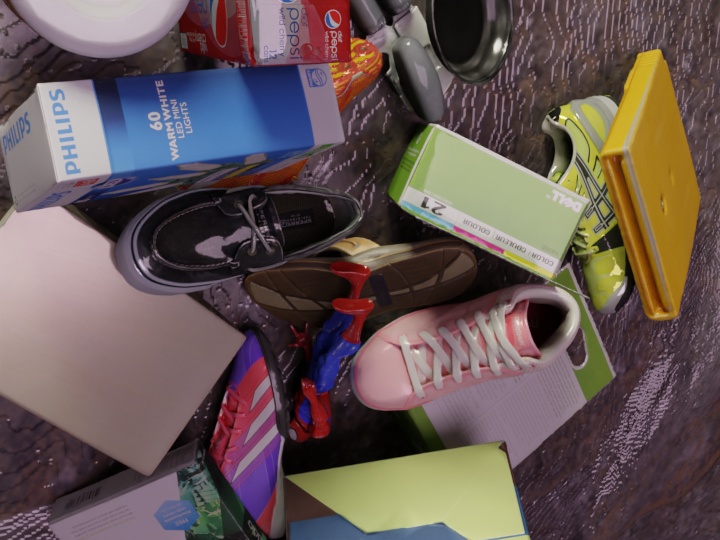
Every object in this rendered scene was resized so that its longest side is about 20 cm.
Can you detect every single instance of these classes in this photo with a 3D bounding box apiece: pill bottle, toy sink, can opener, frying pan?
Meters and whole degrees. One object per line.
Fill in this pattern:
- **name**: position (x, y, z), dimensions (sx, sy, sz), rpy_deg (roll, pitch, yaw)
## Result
- **pill bottle**: position (-0.177, -0.199, 0.593), dimensions (0.110, 0.200, 0.114), rpy_deg (-7, 109, -22)
- **toy sink**: position (-0.210, 0.036, 0.703), dimensions (0.199, 0.112, 0.131), rpy_deg (38, 85, -33)
- **can opener**: position (0.020, -0.216, 0.761), dimensions (0.052, 0.066, 0.201), rpy_deg (-37, 113, -8)
- **frying pan**: position (0.095, -0.250, 0.780), dimensions (0.114, 0.031, 0.194), rpy_deg (9, 88, -48)

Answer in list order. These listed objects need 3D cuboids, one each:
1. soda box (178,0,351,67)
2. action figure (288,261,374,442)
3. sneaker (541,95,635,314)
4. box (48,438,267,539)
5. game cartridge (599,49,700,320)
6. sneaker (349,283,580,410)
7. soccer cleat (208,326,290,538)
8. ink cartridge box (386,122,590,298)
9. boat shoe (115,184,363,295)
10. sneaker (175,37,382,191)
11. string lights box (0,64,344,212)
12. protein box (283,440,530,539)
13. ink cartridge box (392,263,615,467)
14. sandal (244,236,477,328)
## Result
- **soda box**: position (-0.072, -0.179, 0.647), dimensions (0.069, 0.200, 0.065), rpy_deg (-8, 108, -21)
- **action figure**: position (-0.034, 0.082, 0.804), dimensions (0.051, 0.066, 0.202), rpy_deg (3, 133, -15)
- **sneaker**: position (0.211, -0.059, 0.884), dimensions (0.075, 0.075, 0.204), rpy_deg (-5, 86, -13)
- **box**: position (-0.153, 0.251, 0.814), dimensions (0.142, 0.037, 0.202), rpy_deg (-23, 118, 10)
- **game cartridge**: position (0.273, -0.085, 0.872), dimensions (0.178, 0.032, 0.201), rpy_deg (65, 34, -27)
- **sneaker**: position (0.088, 0.059, 0.768), dimensions (0.197, 0.105, 0.077), rpy_deg (-17, 85, -9)
- **soccer cleat**: position (-0.102, 0.148, 0.819), dimensions (0.072, 0.068, 0.204), rpy_deg (-7, 112, -18)
- **ink cartridge box**: position (0.109, -0.053, 0.752), dimensions (0.146, 0.200, 0.077), rpy_deg (25, 96, -7)
- **boat shoe**: position (-0.081, -0.035, 0.686), dimensions (0.198, 0.070, 0.073), rpy_deg (-20, 94, -42)
- **sneaker**: position (-0.063, -0.115, 0.761), dimensions (0.199, 0.073, 0.077), rpy_deg (-38, 140, -5)
- **string lights box**: position (-0.121, -0.090, 0.615), dimensions (0.197, 0.102, 0.060), rpy_deg (-14, 91, -34)
- **protein box**: position (0.047, 0.275, 0.819), dimensions (0.195, 0.136, 0.202), rpy_deg (-9, 135, 1)
- **ink cartridge box**: position (0.129, 0.099, 0.896), dimensions (0.199, 0.076, 0.149), rpy_deg (-37, 118, -12)
- **sandal**: position (0.000, 0.000, 0.807), dimensions (0.196, 0.055, 0.081), rpy_deg (-11, 135, 5)
